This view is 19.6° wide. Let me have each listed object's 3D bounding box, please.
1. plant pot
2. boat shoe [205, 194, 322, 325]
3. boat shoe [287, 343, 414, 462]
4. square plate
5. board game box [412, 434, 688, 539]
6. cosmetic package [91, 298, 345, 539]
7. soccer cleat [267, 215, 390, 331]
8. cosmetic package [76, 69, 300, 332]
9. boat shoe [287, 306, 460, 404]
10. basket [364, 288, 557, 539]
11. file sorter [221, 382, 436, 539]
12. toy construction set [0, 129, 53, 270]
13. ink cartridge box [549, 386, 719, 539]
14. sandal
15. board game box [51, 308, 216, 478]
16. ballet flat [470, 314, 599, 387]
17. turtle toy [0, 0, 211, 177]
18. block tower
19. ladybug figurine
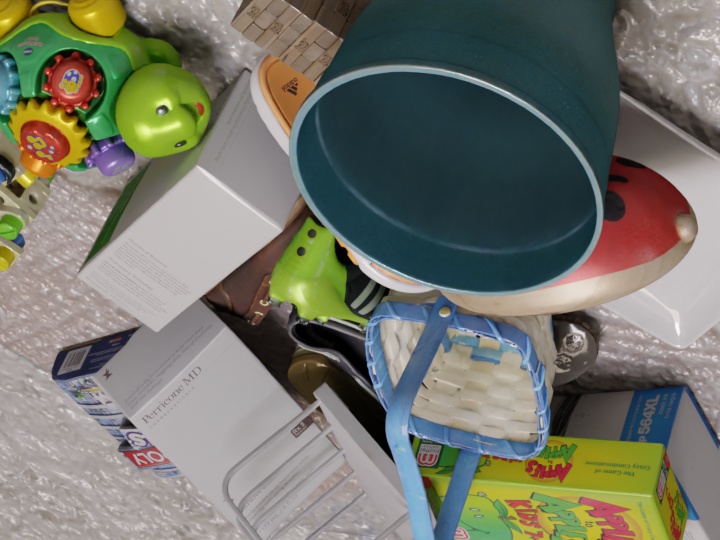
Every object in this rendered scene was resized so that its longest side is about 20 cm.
[{"bbox_3d":[0.077,-0.121,1.315,0.199,0.189,0.201,14,143,10],"label":"plant pot"},{"bbox_3d":[-0.061,-0.015,1.614,0.070,0.071,0.200,38,149,-9],"label":"boat shoe"},{"bbox_3d":[0.009,0.111,1.753,0.073,0.063,0.201,-15,136,32],"label":"boat shoe"},{"bbox_3d":[0.203,-0.040,1.484,0.197,0.029,0.200,30,142,-10],"label":"square plate"},{"bbox_3d":[0.144,0.172,1.611,0.199,0.048,0.102,3,144,24],"label":"board game box"},{"bbox_3d":[-0.114,0.121,1.711,0.081,0.113,0.200,40,174,48],"label":"cosmetic package"},{"bbox_3d":[0.000,0.000,1.557,0.067,0.081,0.200,31,-169,23],"label":"soccer cleat"},{"bbox_3d":[-0.120,-0.049,1.570,0.085,0.108,0.200,35,139,-14],"label":"cosmetic package"},{"bbox_3d":[0.023,0.088,1.642,0.200,0.063,0.073,40,124,-1],"label":"boat shoe"},{"bbox_3d":[0.070,0.089,1.523,0.138,0.201,0.177,7,139,17],"label":"basket"},{"bbox_3d":[-0.015,0.216,1.677,0.139,0.124,0.200,47,169,30],"label":"file sorter"},{"bbox_3d":[-0.329,-0.085,1.652,0.199,0.093,0.131,31,144,-29],"label":"toy construction set"},{"bbox_3d":[0.193,0.175,1.706,0.199,0.085,0.146,-5,135,33],"label":"ink cartridge box"},{"bbox_3d":[0.000,-0.074,1.462,0.207,0.079,0.059,51,147,-4],"label":"sandal"},{"bbox_3d":[-0.149,0.136,1.849,0.199,0.062,0.200,-16,128,39],"label":"board game box"},{"bbox_3d":[0.103,0.068,1.661,0.199,0.046,0.068,-17,107,33],"label":"ballet flat"},{"bbox_3d":[-0.195,-0.126,1.515,0.199,0.101,0.146,0,138,27],"label":"turtle toy"},{"bbox_3d":[0.004,-0.147,1.430,0.199,0.054,0.058,35,141,-15],"label":"block tower"},{"bbox_3d":[0.132,-0.031,1.400,0.199,0.136,0.072,-6,126,30],"label":"ladybug figurine"}]
